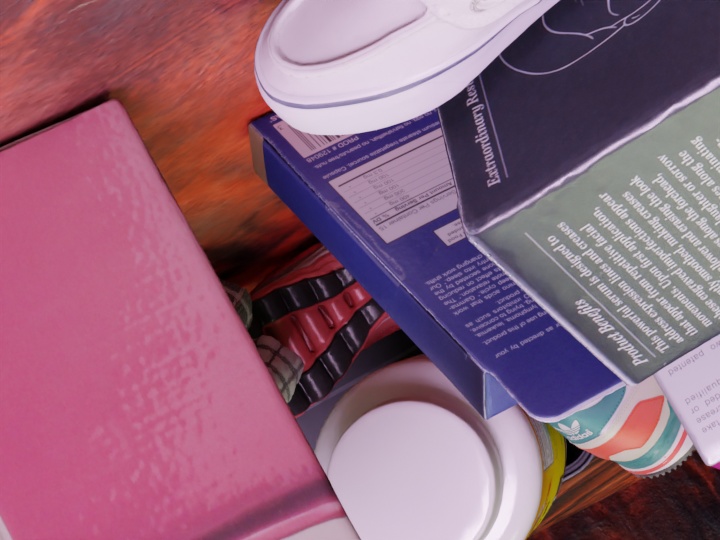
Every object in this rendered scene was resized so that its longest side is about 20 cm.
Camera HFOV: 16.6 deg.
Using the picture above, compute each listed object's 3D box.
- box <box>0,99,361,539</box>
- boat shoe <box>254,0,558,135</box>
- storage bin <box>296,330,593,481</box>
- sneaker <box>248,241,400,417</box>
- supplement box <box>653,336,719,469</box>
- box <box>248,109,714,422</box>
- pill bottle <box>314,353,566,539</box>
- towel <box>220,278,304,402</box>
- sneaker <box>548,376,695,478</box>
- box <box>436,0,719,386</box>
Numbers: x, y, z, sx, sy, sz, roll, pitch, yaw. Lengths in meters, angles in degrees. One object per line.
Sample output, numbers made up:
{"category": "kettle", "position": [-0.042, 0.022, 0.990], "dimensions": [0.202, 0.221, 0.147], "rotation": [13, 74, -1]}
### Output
{"category": "box", "position": [-0.089, 0.063, 0.869], "dimensions": [0.109, 0.200, 0.128], "rotation": [-27, 168, -15]}
{"category": "boat shoe", "position": [0.041, -0.117, 0.795], "dimensions": [0.200, 0.074, 0.065], "rotation": [-34, 148, 15]}
{"category": "storage bin", "position": [0.012, 0.087, 1.345], "dimensions": [0.200, 0.136, 0.094], "rotation": [-29, -179, -9]}
{"category": "sneaker", "position": [0.000, 0.000, 1.207], "dimensions": [0.200, 0.074, 0.087], "rotation": [-31, -167, -15]}
{"category": "supplement box", "position": [0.156, -0.018, 1.138], "dimensions": [0.103, 0.200, 0.101], "rotation": [-32, 168, 7]}
{"category": "box", "position": [0.059, -0.017, 0.936], "dimensions": [0.121, 0.200, 0.032], "rotation": [-25, 137, -20]}
{"category": "pill bottle", "position": [0.039, 0.095, 1.192], "dimensions": [0.109, 0.109, 0.200], "rotation": [-32, 175, 9]}
{"category": "towel", "position": [-0.135, 0.102, 1.098], "dimensions": [0.200, 0.086, 0.166], "rotation": [-33, -162, 31]}
{"category": "sneaker", "position": [0.120, -0.001, 1.225], "dimensions": [0.093, 0.201, 0.070], "rotation": [20, 150, -40]}
{"category": "box", "position": [0.130, -0.084, 0.838], "dimensions": [0.200, 0.149, 0.107], "rotation": [-32, 132, 20]}
